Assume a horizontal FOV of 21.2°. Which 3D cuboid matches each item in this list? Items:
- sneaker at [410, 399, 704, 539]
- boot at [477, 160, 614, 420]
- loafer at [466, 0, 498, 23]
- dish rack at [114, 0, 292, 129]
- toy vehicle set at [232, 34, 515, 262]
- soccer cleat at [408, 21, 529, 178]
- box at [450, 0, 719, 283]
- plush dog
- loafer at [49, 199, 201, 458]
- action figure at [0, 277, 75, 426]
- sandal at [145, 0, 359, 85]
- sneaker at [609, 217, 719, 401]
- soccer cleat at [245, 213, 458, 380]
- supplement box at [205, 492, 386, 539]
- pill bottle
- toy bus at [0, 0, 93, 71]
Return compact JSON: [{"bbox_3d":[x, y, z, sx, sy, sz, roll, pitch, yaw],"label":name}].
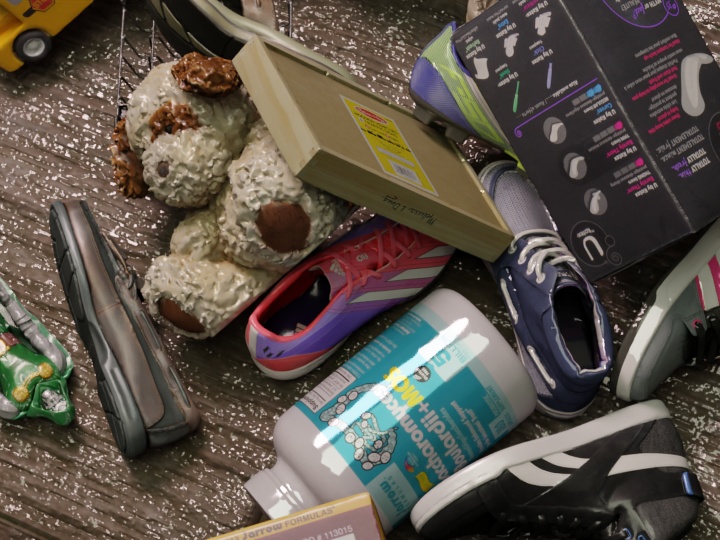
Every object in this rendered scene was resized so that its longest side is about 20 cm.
[{"bbox_3d":[0.143,0.170,1.305,0.199,0.073,0.112,-20,69,-14],"label":"sneaker"},{"bbox_3d":[0.134,-0.001,1.365,0.072,0.090,0.201,-12,70,-14],"label":"boot"},{"bbox_3d":[0.167,-0.153,1.440,0.200,0.068,0.076,30,67,-1],"label":"loafer"},{"bbox_3d":[-0.116,-0.165,1.482,0.153,0.055,0.201,-2,71,7],"label":"dish rack"},{"bbox_3d":[0.011,-0.083,1.329,0.027,0.200,0.124,-48,46,21],"label":"toy vehicle set"},{"bbox_3d":[0.132,-0.112,1.393,0.200,0.065,0.084,25,111,-8],"label":"soccer cleat"},{"bbox_3d":[0.174,-0.113,1.320,0.122,0.106,0.200,-28,89,-43],"label":"box"},{"bbox_3d":[-0.094,-0.076,1.367,0.172,0.200,0.160,49,47,-2],"label":"plush dog"},{"bbox_3d":[-0.175,0.038,1.413,0.063,0.072,0.201,-15,75,-18],"label":"loafer"},{"bbox_3d":[-0.282,0.046,1.423,0.200,0.055,0.118,39,75,14],"label":"action figure"},{"bbox_3d":[-0.080,-0.174,1.421,0.201,0.080,0.057,32,61,9],"label":"sandal"},{"bbox_3d":[0.273,0.038,1.344,0.121,0.084,0.200,33,68,24],"label":"sneaker"},{"bbox_3d":[0.000,0.000,1.395,0.200,0.073,0.068,-39,69,-9],"label":"soccer cleat"},{"bbox_3d":[-0.033,0.230,1.245,0.130,0.200,0.104,-17,69,0],"label":"supplement box"},{"bbox_3d":[0.017,0.113,1.332,0.200,0.111,0.111,-40,70,-8],"label":"pill bottle"},{"bbox_3d":[-0.225,-0.246,1.474,0.200,0.078,0.065,-39,45,14],"label":"toy bus"}]
